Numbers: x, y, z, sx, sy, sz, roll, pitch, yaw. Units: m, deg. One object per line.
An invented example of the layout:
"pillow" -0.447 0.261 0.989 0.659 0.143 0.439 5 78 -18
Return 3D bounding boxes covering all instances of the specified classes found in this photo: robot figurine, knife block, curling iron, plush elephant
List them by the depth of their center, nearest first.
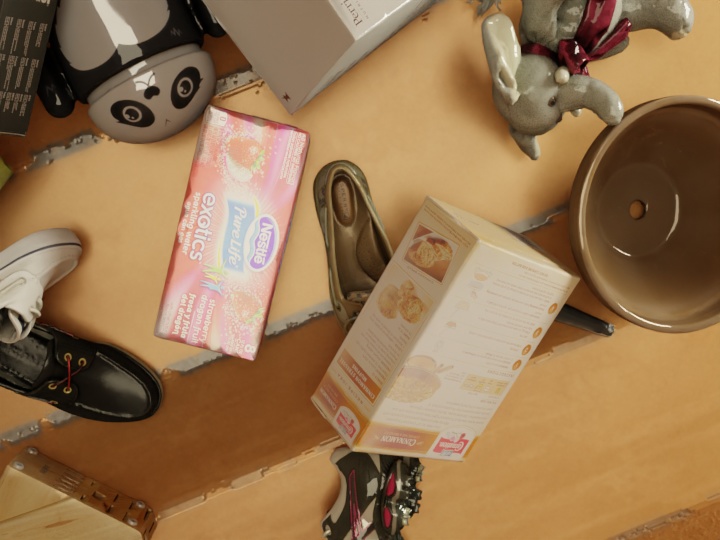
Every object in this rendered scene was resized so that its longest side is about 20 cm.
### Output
"robot figurine" -0.204 -0.208 0.817 0.149 0.124 0.203 -22 97 39
"plush elephant" 0.174 -0.185 0.826 0.196 0.164 0.158 5 81 25
"knife block" -0.312 0.268 0.889 0.197 0.064 0.178 27 94 -5
"curling iron" 0.154 0.015 0.905 0.197 0.026 0.050 28 96 -5

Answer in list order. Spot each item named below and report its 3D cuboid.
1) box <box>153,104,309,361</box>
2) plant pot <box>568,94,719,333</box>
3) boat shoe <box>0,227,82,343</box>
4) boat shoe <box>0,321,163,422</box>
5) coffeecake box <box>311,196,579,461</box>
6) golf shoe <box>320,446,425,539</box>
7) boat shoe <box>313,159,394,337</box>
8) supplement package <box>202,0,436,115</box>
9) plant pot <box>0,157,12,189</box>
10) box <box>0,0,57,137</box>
"box" -0.111 -0.035 0.851 0.093 0.103 0.204 14 94 -4
"plant pot" 0.270 -0.053 0.865 0.196 0.093 0.206 -2 98 -10
"boat shoe" -0.305 0.029 0.812 0.066 0.199 0.072 45 127 7
"boat shoe" -0.278 0.091 0.876 0.198 0.063 0.075 24 92 -6
"coffeecake box" 0.074 0.058 0.822 0.152 0.073 0.202 16 110 -45
"golf shoe" 0.006 0.264 0.909 0.086 0.077 0.205 9 93 17
"boat shoe" 0.000 0.000 0.878 0.072 0.063 0.204 -19 96 -1
"supplement package" -0.023 -0.278 0.774 0.200 0.147 0.192 -42 97 -27
"plant pot" -0.403 -0.064 0.803 0.200 0.200 0.185 43 81 -6
"box" -0.297 -0.236 0.776 0.043 0.160 0.203 1 120 -42
